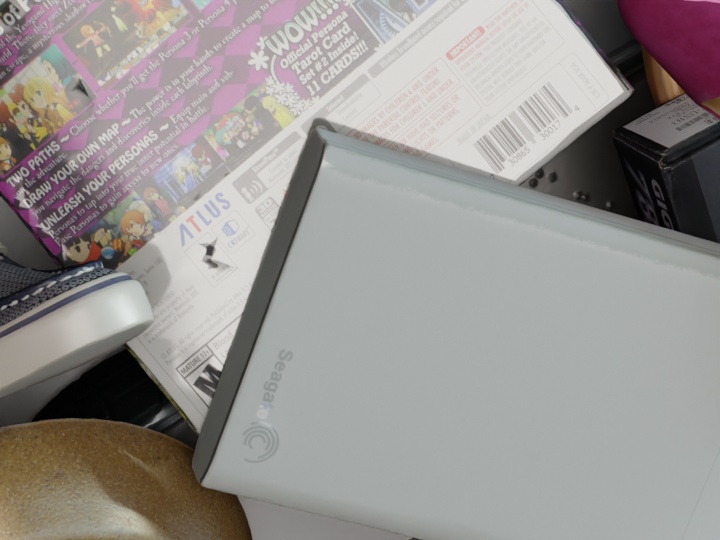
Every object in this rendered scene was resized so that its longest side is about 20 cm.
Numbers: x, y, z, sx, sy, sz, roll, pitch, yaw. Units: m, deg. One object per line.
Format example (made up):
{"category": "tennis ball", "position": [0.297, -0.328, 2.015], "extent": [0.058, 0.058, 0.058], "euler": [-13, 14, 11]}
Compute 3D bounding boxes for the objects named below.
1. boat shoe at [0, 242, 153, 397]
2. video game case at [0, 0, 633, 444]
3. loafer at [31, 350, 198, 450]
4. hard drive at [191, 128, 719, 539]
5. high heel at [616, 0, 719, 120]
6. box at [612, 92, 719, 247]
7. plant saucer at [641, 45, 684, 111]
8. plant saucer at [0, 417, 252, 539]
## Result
{"category": "boat shoe", "position": [-0.155, 0.006, 1.011], "extent": [0.074, 0.199, 0.093], "euler": [-21, 90, -44]}
{"category": "video game case", "position": [-0.035, -0.071, 1.012], "extent": [0.200, 0.036, 0.182], "euler": [-40, 96, 4]}
{"category": "loafer", "position": [-0.105, 0.095, 1.081], "extent": [0.200, 0.073, 0.072], "euler": [-38, 113, 2]}
{"category": "hard drive", "position": [0.055, 0.038, 1.015], "extent": [0.199, 0.026, 0.133], "euler": [15, 108, -19]}
{"category": "high heel", "position": [0.156, -0.029, 0.989], "extent": [0.199, 0.067, 0.097], "euler": [30, 68, -37]}
{"category": "box", "position": [0.215, -0.005, 1.091], "extent": [0.198, 0.050, 0.201], "euler": [-26, 114, -11]}
{"category": "plant saucer", "position": [0.191, -0.114, 1.094], "extent": [0.199, 0.037, 0.202], "euler": [-9, 113, -21]}
{"category": "plant saucer", "position": [-0.123, 0.145, 1.035], "extent": [0.199, 0.035, 0.201], "euler": [-16, 131, -20]}
